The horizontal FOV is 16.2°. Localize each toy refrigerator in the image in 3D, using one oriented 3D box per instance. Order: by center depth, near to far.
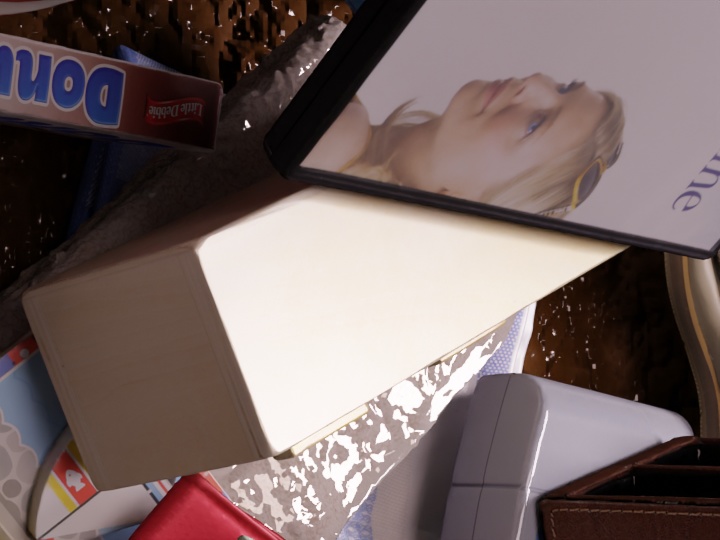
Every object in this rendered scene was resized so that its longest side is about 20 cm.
[{"bbox_3d":[0.000,0.000,0.769,0.200,0.076,0.070,-27,99,-48],"label":"toy refrigerator"}]

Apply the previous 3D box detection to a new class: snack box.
[{"bbox_3d":[-0.124,-0.058,0.716,0.200,0.072,0.024,7,91,-59],"label":"snack box"}]

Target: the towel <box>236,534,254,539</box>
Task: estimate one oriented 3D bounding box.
[{"bbox_3d":[-0.042,0.191,0.765,0.152,0.023,0.200,35,90,-40],"label":"towel"}]

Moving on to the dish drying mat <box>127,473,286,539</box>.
[{"bbox_3d":[-0.088,0.155,0.749,0.077,0.018,0.200,41,85,-28],"label":"dish drying mat"}]

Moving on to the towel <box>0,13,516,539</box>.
[{"bbox_3d":[-0.035,0.019,0.820,0.200,0.034,0.133,-46,114,-34],"label":"towel"}]

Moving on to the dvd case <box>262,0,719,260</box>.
[{"bbox_3d":[0.082,-0.068,0.728,0.200,0.143,0.018,9,38,-46],"label":"dvd case"}]

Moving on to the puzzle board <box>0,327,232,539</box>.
[{"bbox_3d":[-0.087,0.130,0.761,0.151,0.017,0.200,-38,113,-7],"label":"puzzle board"}]

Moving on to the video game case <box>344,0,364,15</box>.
[{"bbox_3d":[0.031,-0.183,0.712,0.181,0.045,0.200,-35,101,9],"label":"video game case"}]

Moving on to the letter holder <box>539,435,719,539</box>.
[{"bbox_3d":[0.155,0.166,0.871,0.100,0.142,0.201,-15,101,-54],"label":"letter holder"}]

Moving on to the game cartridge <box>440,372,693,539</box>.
[{"bbox_3d":[0.072,0.142,0.907,0.133,0.041,0.201,17,75,-57],"label":"game cartridge"}]

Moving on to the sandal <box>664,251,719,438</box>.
[{"bbox_3d":[0.152,0.020,0.978,0.080,0.054,0.201,-32,113,-75],"label":"sandal"}]

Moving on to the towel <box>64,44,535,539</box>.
[{"bbox_3d":[-0.018,0.023,0.871,0.200,0.024,0.147,24,70,-36],"label":"towel"}]

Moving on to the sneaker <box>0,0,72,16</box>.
[{"bbox_3d":[-0.097,-0.108,0.646,0.200,0.115,0.079,-8,93,-37],"label":"sneaker"}]
